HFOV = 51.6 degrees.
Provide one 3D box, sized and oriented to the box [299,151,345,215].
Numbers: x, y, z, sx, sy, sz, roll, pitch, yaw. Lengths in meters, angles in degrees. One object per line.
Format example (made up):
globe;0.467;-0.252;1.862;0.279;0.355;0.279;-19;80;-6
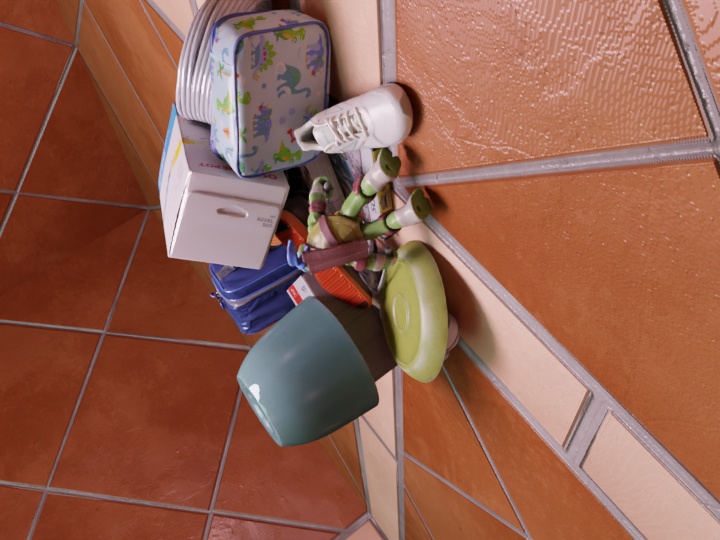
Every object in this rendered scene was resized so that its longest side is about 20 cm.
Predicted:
box;-0.073;-0.171;1.113;0.039;0.041;0.203;31;149;57

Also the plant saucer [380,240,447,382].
plant saucer;0.069;0.060;1.069;0.199;0.030;0.205;176;90;-71

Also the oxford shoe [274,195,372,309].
oxford shoe;-0.044;-0.029;1.119;0.200;0.073;0.071;48;146;-9

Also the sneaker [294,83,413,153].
sneaker;-0.010;-0.174;0.915;0.199;0.079;0.072;-4;108;56

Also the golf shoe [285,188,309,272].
golf shoe;-0.099;-0.087;1.316;0.203;0.076;0.094;66;153;10

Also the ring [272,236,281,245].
ring;-0.159;-0.147;1.326;0.199;0.019;0.206;0;90;55

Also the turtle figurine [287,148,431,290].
turtle figurine;0.004;-0.075;1.004;0.193;0.198;0.147;-33;68;35

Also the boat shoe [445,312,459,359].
boat shoe;0.111;0.104;1.140;0.066;0.075;0.199;32;168;-15

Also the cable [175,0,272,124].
cable;-0.189;-0.301;1.037;0.068;0.201;0.202;22;125;-2

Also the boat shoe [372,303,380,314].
boat shoe;-0.010;0.075;1.346;0.199;0.070;0.067;37;145;4

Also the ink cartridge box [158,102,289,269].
ink cartridge box;-0.209;-0.125;1.097;0.147;0.144;0.202;-67;30;31

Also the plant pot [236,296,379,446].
plant pot;-0.091;0.170;1.138;0.201;0.160;0.202;49;161;23

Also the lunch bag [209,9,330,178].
lunch bag;-0.115;-0.230;0.970;0.082;0.159;0.203;38;137;39

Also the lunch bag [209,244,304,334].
lunch bag;-0.189;0.010;1.397;0.136;0.197;0.134;43;156;48

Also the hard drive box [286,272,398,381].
hard drive box;-0.028;0.086;1.217;0.202;0.076;0.156;58;163;2

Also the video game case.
video game case;-0.023;-0.165;1.091;0.200;0.025;0.183;46;159;34

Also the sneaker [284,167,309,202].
sneaker;-0.125;-0.161;1.206;0.082;0.076;0.202;-55;50;32

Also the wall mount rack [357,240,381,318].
wall mount rack;0.000;0.000;1.230;0.173;0.074;0.202;40;157;38
